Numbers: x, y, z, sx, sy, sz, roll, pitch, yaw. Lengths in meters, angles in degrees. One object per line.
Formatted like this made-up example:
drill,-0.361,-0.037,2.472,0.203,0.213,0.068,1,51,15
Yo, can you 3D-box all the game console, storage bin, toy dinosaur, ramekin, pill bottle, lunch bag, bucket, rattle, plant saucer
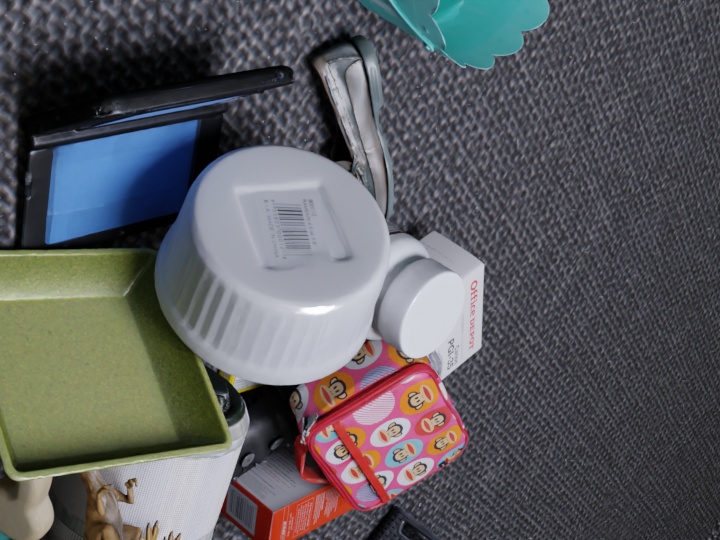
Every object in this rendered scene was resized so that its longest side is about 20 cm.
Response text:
game console,-0.166,-0.089,0.982,0.199,0.175,0.118,-20,101,-43
storage bin,0.094,0.427,1.651,0.094,0.135,0.200,-50,144,-13
toy dinosaur,-0.212,0.234,1.004,0.060,0.105,0.202,-13,106,-67
ramekin,-0.070,-0.013,1.021,0.200,0.201,0.098,-29,159,-35
pill bottle,0.000,0.000,1.170,0.109,0.199,0.110,-30,136,-34
lunch bag,0.010,0.162,1.236,0.175,0.082,0.200,-30,141,-1
bucket,0.090,-0.306,1.116,0.207,0.134,0.209,-31,136,-35
rattle,-0.286,0.158,1.018,0.143,0.129,0.201,-76,149,-59
plant saucer,-0.225,0.078,0.958,0.199,0.201,0.048,-1,146,-42

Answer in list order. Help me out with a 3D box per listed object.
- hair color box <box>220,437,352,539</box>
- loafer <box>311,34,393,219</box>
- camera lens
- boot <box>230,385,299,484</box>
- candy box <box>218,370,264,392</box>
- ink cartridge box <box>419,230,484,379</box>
hair color box,-0.060,0.235,1.353,0.199,0.101,0.062,-19,128,-42
loafer,-0.011,-0.134,1.190,0.062,0.072,0.201,-19,124,-17
camera lens,-0.199,0.185,1.093,0.159,0.159,0.202,-1,116,-50
boot,-0.113,0.149,1.231,0.199,0.066,0.166,-26,140,-22
candy box,-0.066,0.067,1.288,0.199,0.026,0.103,-12,124,-47
ink cartridge box,0.045,0.071,1.336,0.199,0.083,0.147,-36,143,-28
